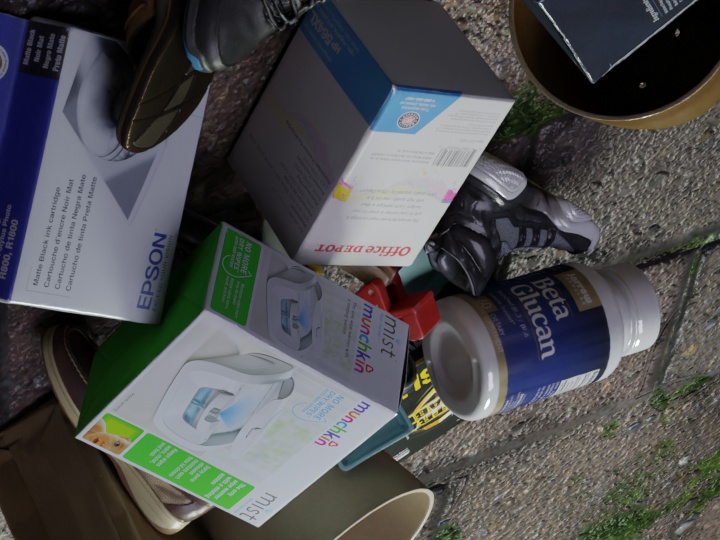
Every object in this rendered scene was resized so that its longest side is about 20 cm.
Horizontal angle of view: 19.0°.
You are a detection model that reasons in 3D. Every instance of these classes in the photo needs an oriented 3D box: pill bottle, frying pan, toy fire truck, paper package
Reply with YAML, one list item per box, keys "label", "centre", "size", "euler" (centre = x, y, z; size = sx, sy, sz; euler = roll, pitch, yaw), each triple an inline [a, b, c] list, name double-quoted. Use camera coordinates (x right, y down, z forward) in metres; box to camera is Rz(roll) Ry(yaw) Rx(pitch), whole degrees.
- label: "pill bottle"
  centre: [0.164, 0.055, 1.909]
  size: [0.199, 0.111, 0.111]
  euler: [-16, 141, -27]
- label: "frying pan"
  centre: [-0.074, 0.003, 1.674]
  size: [0.190, 0.115, 0.031]
  euler: [33, 82, -18]
- label: "toy fire truck"
  centre: [0.000, 0.000, 1.815]
  size: [0.199, 0.142, 0.049]
  euler: [-15, -168, 28]
- label: "paper package"
  centre: [-0.206, 0.228, 1.829]
  size: [0.103, 0.191, 0.200]
  euler: [-36, 147, 7]

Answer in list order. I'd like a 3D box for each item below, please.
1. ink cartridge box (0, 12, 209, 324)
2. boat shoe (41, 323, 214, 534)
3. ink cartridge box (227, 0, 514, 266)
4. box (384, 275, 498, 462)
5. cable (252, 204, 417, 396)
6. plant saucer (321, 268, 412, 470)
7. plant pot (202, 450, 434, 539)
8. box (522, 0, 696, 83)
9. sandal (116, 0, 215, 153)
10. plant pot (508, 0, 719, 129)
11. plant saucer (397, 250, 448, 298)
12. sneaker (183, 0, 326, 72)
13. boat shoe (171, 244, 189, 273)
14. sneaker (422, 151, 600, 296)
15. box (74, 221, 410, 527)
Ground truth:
- label: "ink cartridge box"
  centre: [-0.204, -0.071, 1.523]
  size: [0.199, 0.040, 0.201]
  euler: [10, 93, -46]
- label: "boat shoe"
  centre: [-0.181, 0.119, 1.745]
  size: [0.072, 0.201, 0.072]
  euler: [-28, -169, 22]
- label: "ink cartridge box"
  centre: [-0.001, -0.099, 1.670]
  size: [0.128, 0.125, 0.200]
  euler: [2, 132, -41]
- label: "box"
  centre: [0.058, 0.105, 2.010]
  size: [0.199, 0.049, 0.160]
  euler: [-32, 149, -12]
- label: "cable"
  centre: [-0.039, 0.029, 1.720]
  size: [0.097, 0.200, 0.050]
  euler: [-25, 149, -35]
- label: "plant saucer"
  centre: [-0.035, 0.063, 1.783]
  size: [0.070, 0.201, 0.019]
  euler: [-30, 176, -8]
- label: "plant pot"
  centre: [-0.070, 0.183, 1.866]
  size: [0.187, 0.200, 0.188]
  euler: [-36, 159, -16]
- label: "box"
  centre: [0.173, -0.280, 1.537]
  size: [0.196, 0.200, 0.124]
  euler: [-40, 144, 6]
- label: "sandal"
  centre: [-0.135, -0.182, 1.501]
  size: [0.082, 0.054, 0.201]
  euler: [-8, 115, -59]
- label: "plant pot"
  centre: [0.235, -0.188, 1.741]
  size: [0.186, 0.187, 0.200]
  euler: [-41, 159, 8]
- label: "plant saucer"
  centre: [0.038, 0.020, 1.941]
  size: [0.070, 0.019, 0.200]
  euler: [12, 123, -47]
- label: "sneaker"
  centre: [-0.044, -0.210, 1.488]
  size: [0.200, 0.082, 0.073]
  euler: [-50, 149, -18]
- label: "boat shoe"
  centre: [-0.147, 0.039, 1.739]
  size: [0.074, 0.093, 0.201]
  euler: [-25, 145, -13]
- label: "sneaker"
  centre: [0.125, -0.029, 1.883]
  size: [0.200, 0.075, 0.114]
  euler: [27, 94, -46]
- label: "box"
  centre: [-0.090, 0.083, 1.644]
  size: [0.176, 0.097, 0.200]
  euler: [30, 134, -21]
